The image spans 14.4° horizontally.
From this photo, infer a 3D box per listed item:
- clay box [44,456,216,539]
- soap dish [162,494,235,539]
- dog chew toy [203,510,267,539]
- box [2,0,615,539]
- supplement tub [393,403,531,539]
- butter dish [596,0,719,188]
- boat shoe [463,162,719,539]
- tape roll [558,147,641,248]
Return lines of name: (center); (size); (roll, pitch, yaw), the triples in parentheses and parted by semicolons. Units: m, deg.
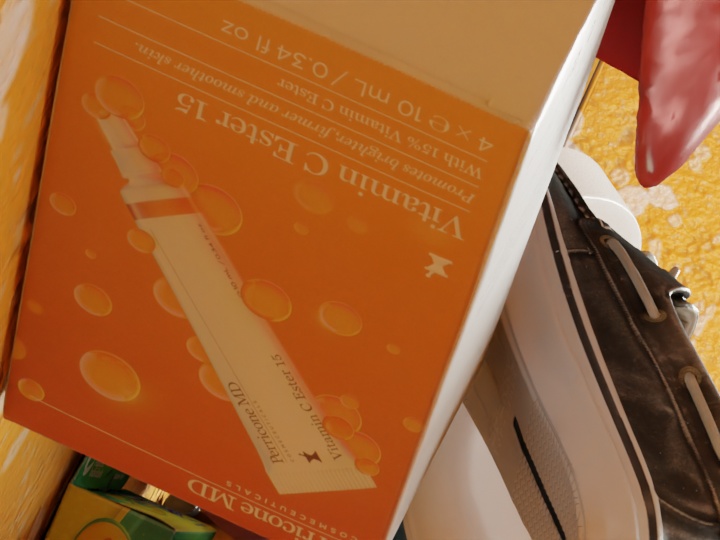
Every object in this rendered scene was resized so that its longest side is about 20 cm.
clay box: (-0.107, 0.153, 1.047); (0.115, 0.047, 0.201); (46, 68, -84)
soap dish: (-0.050, 0.181, 1.207); (0.200, 0.157, 0.082); (-60, 155, -52)
dog chew toy: (0.025, 0.078, 1.186); (0.125, 0.199, 0.125); (22, 90, -82)
box: (-0.015, -0.027, 0.790); (0.200, 0.124, 0.098); (106, 10, -48)
supplement tub: (0.039, 0.133, 1.053); (0.200, 0.144, 0.145); (-48, -170, 46)
butter dish: (0.082, -0.160, 0.831); (0.200, 0.147, 0.200); (-47, 149, -44)
boat shoe: (0.071, 0.023, 0.899); (0.072, 0.071, 0.201); (106, -25, -46)
tape roll: (0.044, 0.018, 1.401); (0.202, 0.037, 0.203); (-24, 152, -14)
